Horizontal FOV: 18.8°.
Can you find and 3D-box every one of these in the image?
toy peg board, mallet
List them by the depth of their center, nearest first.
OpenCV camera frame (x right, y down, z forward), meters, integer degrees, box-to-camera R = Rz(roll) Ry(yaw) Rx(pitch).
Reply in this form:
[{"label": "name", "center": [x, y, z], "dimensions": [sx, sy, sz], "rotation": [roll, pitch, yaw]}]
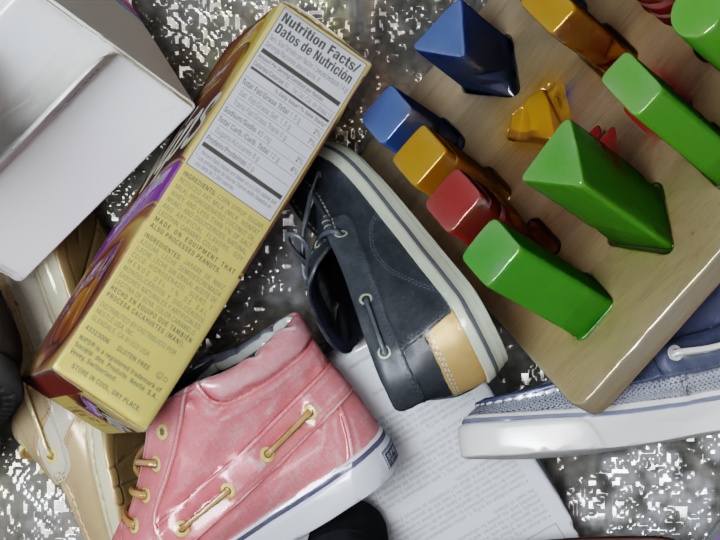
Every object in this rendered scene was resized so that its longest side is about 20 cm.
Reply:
[{"label": "toy peg board", "center": [0.093, -0.082, 0.975], "dimensions": [0.200, 0.098, 0.199], "rotation": [-49, 50, 10]}, {"label": "mallet", "center": [-0.073, 0.166, 1.055], "dimensions": [0.199, 0.066, 0.041], "rotation": [-21, 115, 22]}]

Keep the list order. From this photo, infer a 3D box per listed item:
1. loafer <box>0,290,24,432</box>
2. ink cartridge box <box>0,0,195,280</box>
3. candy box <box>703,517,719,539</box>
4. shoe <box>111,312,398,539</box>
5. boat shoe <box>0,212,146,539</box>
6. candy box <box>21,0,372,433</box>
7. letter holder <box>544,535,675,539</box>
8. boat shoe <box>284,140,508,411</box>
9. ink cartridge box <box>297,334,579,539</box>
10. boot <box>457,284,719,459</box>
[{"label": "loafer", "center": [-0.205, 0.052, 1.075], "dimensions": [0.072, 0.200, 0.072], "rotation": [13, 67, -23]}, {"label": "ink cartridge box", "center": [-0.185, -0.104, 1.032], "dimensions": [0.128, 0.125, 0.201], "rotation": [-43, 50, 12]}, {"label": "candy box", "center": [0.224, 0.190, 0.952], "dimensions": [0.200, 0.168, 0.072], "rotation": [39, 131, 8]}, {"label": "shoe", "center": [-0.086, 0.105, 1.025], "dimensions": [0.199, 0.071, 0.091], "rotation": [-33, 98, 5]}, {"label": "boat shoe", "center": [-0.144, 0.069, 1.103], "dimensions": [0.069, 0.074, 0.202], "rotation": [-16, 87, 26]}, {"label": "candy box", "center": [-0.080, -0.022, 1.020], "dimensions": [0.056, 0.117, 0.201], "rotation": [35, 77, -11]}, {"label": "letter holder", "center": [0.066, 0.212, 1.016], "dimensions": [0.198, 0.101, 0.144], "rotation": [-10, 102, 13]}, {"label": "boat shoe", "center": [0.000, 0.000, 1.010], "dimensions": [0.062, 0.200, 0.075], "rotation": [-32, 127, -5]}, {"label": "ink cartridge box", "center": [0.021, 0.130, 1.081], "dimensions": [0.162, 0.057, 0.201], "rotation": [-31, 104, 12]}, {"label": "boot", "center": [0.139, 0.035, 1.018], "dimensions": [0.198, 0.073, 0.091], "rotation": [-8, 83, -6]}]
